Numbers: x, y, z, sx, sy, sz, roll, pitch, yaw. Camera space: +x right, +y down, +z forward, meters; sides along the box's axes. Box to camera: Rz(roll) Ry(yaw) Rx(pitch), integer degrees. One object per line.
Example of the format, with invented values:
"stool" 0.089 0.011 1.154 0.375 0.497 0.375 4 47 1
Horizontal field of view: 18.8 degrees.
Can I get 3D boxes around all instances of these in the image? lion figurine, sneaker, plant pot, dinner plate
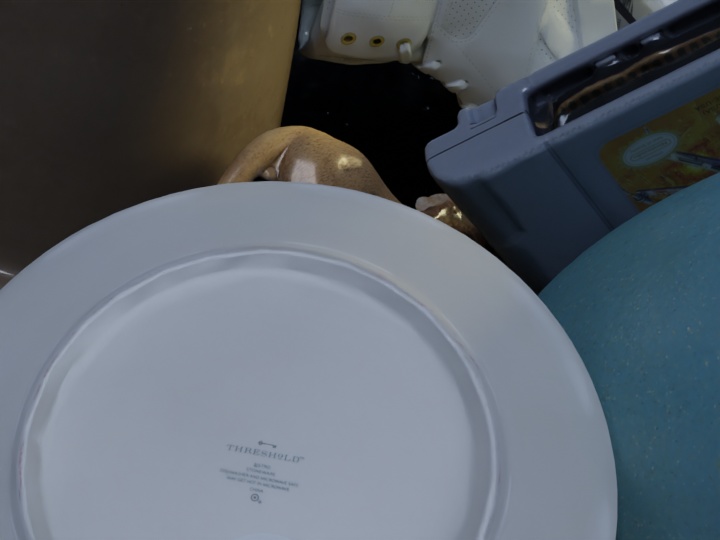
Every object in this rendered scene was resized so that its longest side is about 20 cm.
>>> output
"lion figurine" 0.000 0.000 0.735 0.072 0.200 0.123 9 71 28
"sneaker" 0.035 -0.083 0.797 0.115 0.201 0.074 -14 33 -4
"plant pot" 0.109 0.065 0.696 0.134 0.200 0.201 -7 43 34
"plant pot" -0.095 -0.081 0.747 0.200 0.175 0.201 19 34 -13
"dinner plate" -0.028 0.056 0.597 0.199 0.024 0.201 -1 61 1

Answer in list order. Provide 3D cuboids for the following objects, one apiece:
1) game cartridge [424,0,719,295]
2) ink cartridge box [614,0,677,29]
"game cartridge" 0.138 -0.044 0.728 0.199 0.133 0.042 -26 45 17
"ink cartridge box" 0.168 -0.104 0.881 0.144 0.085 0.200 -21 57 -22
